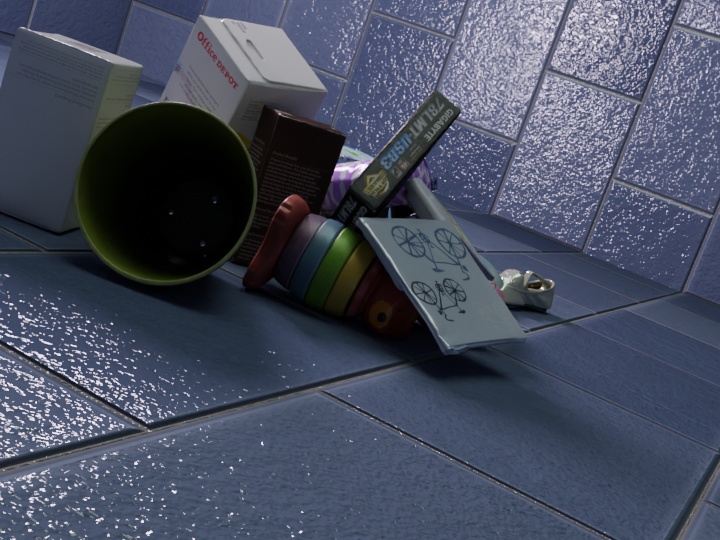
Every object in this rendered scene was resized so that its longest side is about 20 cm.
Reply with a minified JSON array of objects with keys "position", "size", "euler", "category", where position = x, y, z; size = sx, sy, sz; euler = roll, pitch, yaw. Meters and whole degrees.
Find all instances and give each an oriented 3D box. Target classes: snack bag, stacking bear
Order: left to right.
[{"position":[-0.018,0.008,1.240],"size":[0.199,0.122,0.114],"euler":[31,19,5],"category":"stacking bear"},{"position":[0.100,0.016,1.238],"size":[0.188,0.021,0.200],"euler":[-1,52,-53],"category":"snack bag"}]

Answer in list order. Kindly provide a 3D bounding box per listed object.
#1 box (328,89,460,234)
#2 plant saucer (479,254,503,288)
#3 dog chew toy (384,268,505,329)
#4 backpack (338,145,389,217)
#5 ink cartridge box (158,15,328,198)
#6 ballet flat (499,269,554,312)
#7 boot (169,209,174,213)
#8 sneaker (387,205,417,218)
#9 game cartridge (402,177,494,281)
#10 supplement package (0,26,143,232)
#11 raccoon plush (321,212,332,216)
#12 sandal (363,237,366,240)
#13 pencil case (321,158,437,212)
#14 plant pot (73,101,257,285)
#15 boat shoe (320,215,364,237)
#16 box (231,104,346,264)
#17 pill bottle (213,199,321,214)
[{"position":[0.026,-0.111,1.340],"size":[0.050,0.200,0.199],"euler":[39,-30,1],"category":"box"},{"position":[0.140,-0.012,1.719],"size":[0.200,0.039,0.201],"euler":[8,18,-3],"category":"plant saucer"},{"position":[0.100,0.022,1.362],"size":[0.199,0.125,0.125],"euler":[27,9,-7],"category":"dog chew toy"},{"position":[-0.034,-0.158,1.974],"size":[0.183,0.148,0.200],"euler":[13,9,-46],"category":"backpack"},{"position":[-0.172,-0.221,1.446],"size":[0.144,0.200,0.147],"euler":[-4,48,-45],"category":"ink cartridge box"},{"position":[0.270,0.029,1.799],"size":[0.069,0.070,0.199],"euler":[28,13,40],"category":"ballet flat"},{"position":[-0.332,-0.115,1.362],"size":[0.199,0.072,0.155],"euler":[-1,31,-32],"category":"boot"},{"position":[0.086,-0.042,1.626],"size":[0.078,0.090,0.200],"euler":[-22,40,-15],"category":"sneaker"},{"position":[0.131,-0.044,1.497],"size":[0.134,0.040,0.200],"euler":[62,10,26],"category":"game cartridge"},{"position":[-0.345,-0.159,1.196],"size":[0.117,0.201,0.117],"euler":[20,10,1],"category":"supplement package"},{"position":[-0.056,-0.123,1.699],"size":[0.134,0.097,0.201],"euler":[12,-43,49],"category":"raccoon plush"},{"position":[-0.001,0.000,1.467],"size":[0.080,0.058,0.201],"euler":[29,28,29],"category":"sandal"},{"position":[0.007,-0.134,1.547],"size":[0.199,0.086,0.084],"euler":[-5,-12,21],"category":"pencil case"},{"position":[-0.198,-0.069,1.157],"size":[0.186,0.188,0.200],"euler":[20,-5,2],"category":"plant pot"},{"position":[-0.040,-0.051,1.594],"size":[0.199,0.076,0.072],"euler":[15,9,-36],"category":"boat shoe"},{"position":[-0.104,-0.103,1.367],"size":[0.100,0.201,0.075],"euler":[15,14,-28],"category":"box"},{"position":[-0.164,-0.123,1.616],"size":[0.199,0.114,0.113],"euler":[15,11,-25],"category":"pill bottle"}]
